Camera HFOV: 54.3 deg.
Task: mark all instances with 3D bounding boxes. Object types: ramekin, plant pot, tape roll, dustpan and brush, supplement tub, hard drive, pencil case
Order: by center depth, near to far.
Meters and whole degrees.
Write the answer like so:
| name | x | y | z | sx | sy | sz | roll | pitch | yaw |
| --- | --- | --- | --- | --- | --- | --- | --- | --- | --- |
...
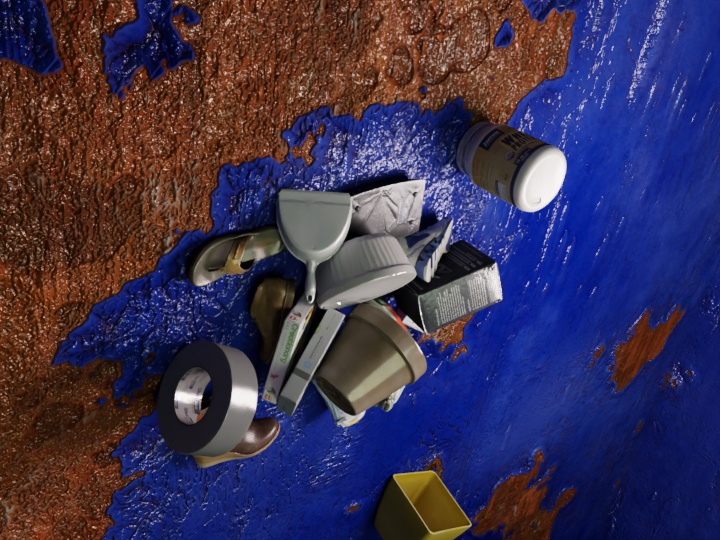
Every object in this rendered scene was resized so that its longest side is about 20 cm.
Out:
| name | x | y | z | sx | sy | sz | roll | pitch | yaw |
| --- | --- | --- | --- | --- | --- | --- | --- | --- | --- |
| tape roll | -0.277 | 0.230 | 1.263 | 0.066 | 0.200 | 0.200 | 24 | 101 | -48 |
| dustpan and brush | -0.088 | -0.041 | 1.286 | 0.139 | 0.057 | 0.200 | 3 | 80 | -9 |
| ramekin | 0.000 | 0.000 | 1.377 | 0.202 | 0.094 | 0.202 | -19 | 168 | -4 |
| hard drive | 0.041 | -0.119 | 1.429 | 0.200 | 0.042 | 0.135 | -17 | 128 | -33 |
| plant pot | 0.007 | 0.198 | 1.441 | 0.174 | 0.200 | 0.200 | -44 | 139 | -22 |
| supplement tub | 0.314 | -0.224 | 1.485 | 0.144 | 0.200 | 0.145 | -24 | 132 | -29 |
| pencil case | -0.053 | 0.270 | 1.586 | 0.091 | 0.083 | 0.200 | -49 | 140 | -27 |
| plant pot | 0.158 | 0.720 | 2.029 | 0.200 | 0.200 | 0.177 | 12 | 121 | -46 |

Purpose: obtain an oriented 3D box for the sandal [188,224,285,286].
| name | x | y | z | sx | sy | sz | roll | pitch | yaw |
| --- | --- | --- | --- | --- | --- | --- | --- | --- | --- |
| sandal | -0.212 | -0.024 | 1.254 | 0.200 | 0.055 | 0.082 | -20 | 129 | -32 |

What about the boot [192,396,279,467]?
| name | x | y | z | sx | sy | sz | roll | pitch | yaw |
| --- | --- | --- | --- | --- | --- | --- | --- | --- | --- |
| boot | -0.257 | 0.312 | 1.436 | 0.200 | 0.072 | 0.167 | -20 | 132 | -27 |

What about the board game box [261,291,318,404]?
| name | x | y | z | sx | sy | sz | roll | pitch | yaw |
| --- | --- | --- | --- | --- | --- | --- | --- | --- | --- |
| board game box | -0.138 | 0.151 | 1.397 | 0.126 | 0.035 | 0.200 | -59 | 169 | -61 |

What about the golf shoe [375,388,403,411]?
| name | x | y | z | sx | sy | sz | roll | pitch | yaw |
| --- | --- | --- | --- | --- | --- | --- | --- | --- | --- |
| golf shoe | 0.087 | 0.245 | 1.724 | 0.097 | 0.078 | 0.200 | -19 | 135 | -59 |

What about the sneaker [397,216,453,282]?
| name | x | y | z | sx | sy | sz | roll | pitch | yaw |
| --- | --- | --- | --- | --- | --- | --- | --- | --- | --- |
| sneaker | 0.126 | -0.060 | 1.525 | 0.199 | 0.115 | 0.081 | -53 | 152 | -48 |

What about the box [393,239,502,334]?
| name | x | y | z | sx | sy | sz | roll | pitch | yaw |
| --- | --- | --- | --- | --- | --- | --- | --- | --- | --- |
| box | 0.186 | 0.032 | 1.548 | 0.200 | 0.148 | 0.104 | -22 | 120 | -13 |

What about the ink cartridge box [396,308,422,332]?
| name | x | y | z | sx | sy | sz | roll | pitch | yaw |
| --- | --- | --- | --- | --- | --- | --- | --- | --- | --- |
| ink cartridge box | 0.176 | 0.051 | 1.676 | 0.119 | 0.042 | 0.200 | 29 | 99 | -48 |

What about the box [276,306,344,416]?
| name | x | y | z | sx | sy | sz | roll | pitch | yaw |
| --- | --- | --- | --- | --- | --- | --- | --- | --- | --- |
| box | -0.102 | 0.185 | 1.407 | 0.200 | 0.041 | 0.156 | -60 | 178 | -21 |

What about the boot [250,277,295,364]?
| name | x | y | z | sx | sy | sz | roll | pitch | yaw |
| --- | --- | --- | --- | --- | --- | --- | --- | --- | --- |
| boot | -0.183 | 0.096 | 1.376 | 0.075 | 0.074 | 0.200 | 9 | 120 | -13 |

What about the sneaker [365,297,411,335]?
| name | x | y | z | sx | sy | sz | roll | pitch | yaw |
| --- | --- | --- | --- | --- | --- | --- | --- | --- | --- |
| sneaker | 0.037 | 0.134 | 1.585 | 0.108 | 0.067 | 0.201 | -46 | 139 | -7 |
